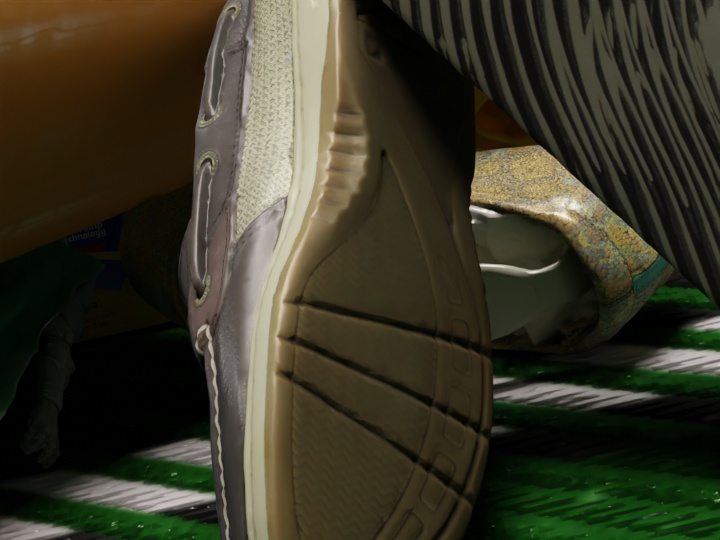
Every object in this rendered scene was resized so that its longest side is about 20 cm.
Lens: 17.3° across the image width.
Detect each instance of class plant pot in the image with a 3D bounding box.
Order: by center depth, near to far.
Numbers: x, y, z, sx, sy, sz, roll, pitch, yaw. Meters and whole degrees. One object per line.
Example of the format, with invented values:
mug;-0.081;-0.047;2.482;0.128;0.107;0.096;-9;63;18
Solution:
plant pot;-0.121;-0.080;0.676;0.182;0.202;0.200;-11;13;-27

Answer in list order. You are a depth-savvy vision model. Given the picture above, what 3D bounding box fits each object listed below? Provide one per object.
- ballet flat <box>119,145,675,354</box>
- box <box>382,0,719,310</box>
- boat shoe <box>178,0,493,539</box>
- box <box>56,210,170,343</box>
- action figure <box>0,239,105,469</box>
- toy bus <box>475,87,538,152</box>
ballet flat;0.000;0.000;0.714;0.199;0.071;0.071;-4;19;28
box;0.093;-0.049;0.561;0.200;0.082;0.068;43;41;14
boat shoe;-0.012;0.001;0.590;0.066;0.072;0.202;-25;50;40
box;-0.167;-0.070;0.839;0.198;0.194;0.122;-13;16;2
action figure;-0.127;0.035;0.708;0.117;0.055;0.200;-9;21;22
toy bus;0.017;-0.088;0.770;0.199;0.193;0.136;12;28;-48
